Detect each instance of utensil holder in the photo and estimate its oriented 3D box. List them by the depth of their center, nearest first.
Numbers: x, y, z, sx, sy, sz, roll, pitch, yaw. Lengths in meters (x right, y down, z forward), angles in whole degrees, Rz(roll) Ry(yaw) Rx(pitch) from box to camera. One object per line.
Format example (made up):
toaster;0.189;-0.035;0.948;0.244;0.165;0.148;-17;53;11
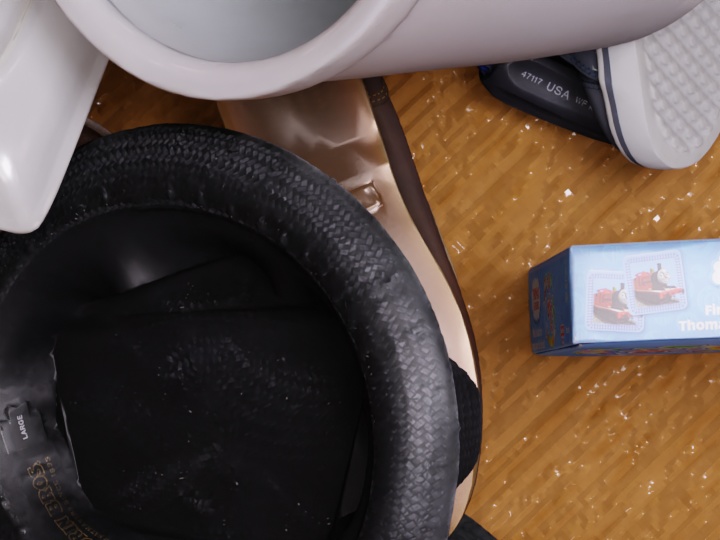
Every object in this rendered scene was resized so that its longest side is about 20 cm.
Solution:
utensil holder;0.017;-0.143;0.847;0.169;0.200;0.171;6;100;38

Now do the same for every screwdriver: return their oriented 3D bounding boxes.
screwdriver;0.011;-0.090;0.970;0.199;0.029;0.028;21;43;-15

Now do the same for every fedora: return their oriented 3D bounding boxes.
fedora;-0.033;0.043;0.889;0.200;0.091;0.202;3;95;36

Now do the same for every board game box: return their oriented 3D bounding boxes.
board game box;0.162;0.008;0.931;0.199;0.151;0.037;-3;87;-2

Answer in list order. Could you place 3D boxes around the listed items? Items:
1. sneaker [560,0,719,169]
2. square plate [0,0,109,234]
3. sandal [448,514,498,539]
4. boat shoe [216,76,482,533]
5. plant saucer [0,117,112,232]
sneaker;0.084;-0.136;0.972;0.079;0.078;0.201;0;95;39
square plate;-0.160;-0.127;0.883;0.197;0.028;0.201;16;67;10
sandal;-0.031;0.106;0.970;0.199;0.048;0.076;15;46;-8
boat shoe;0.000;0.000;0.967;0.070;0.070;0.201;-13;86;7
plant saucer;-0.152;0.027;0.933;0.199;0.032;0.201;-19;127;-27
